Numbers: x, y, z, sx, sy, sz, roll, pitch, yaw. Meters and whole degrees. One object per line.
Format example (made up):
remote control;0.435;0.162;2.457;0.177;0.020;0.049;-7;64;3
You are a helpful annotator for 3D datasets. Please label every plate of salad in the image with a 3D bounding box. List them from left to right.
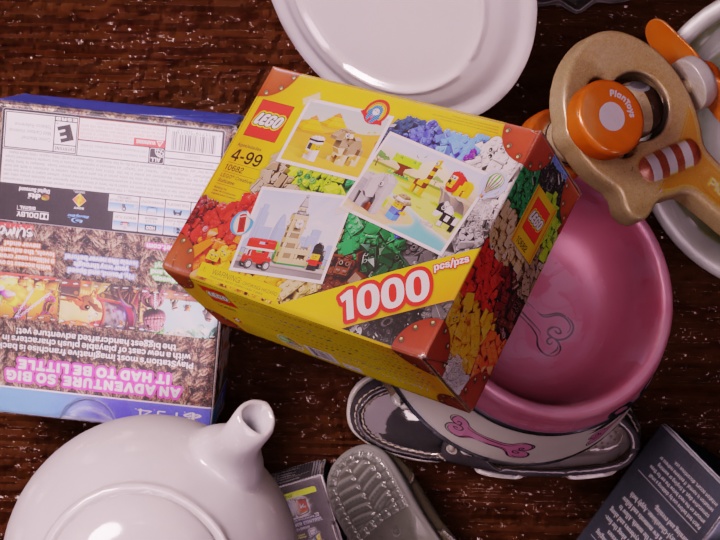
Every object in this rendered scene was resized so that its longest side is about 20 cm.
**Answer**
plate of salad;0.026;-0.186;1.085;0.199;0.048;0.201;18;128;25

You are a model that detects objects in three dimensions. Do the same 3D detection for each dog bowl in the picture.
dog bowl;0.109;0.019;1.087;0.198;0.074;0.202;5;74;-16

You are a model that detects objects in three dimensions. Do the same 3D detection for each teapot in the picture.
teapot;-0.131;0.185;1.018;0.196;0.146;0.202;-9;92;1

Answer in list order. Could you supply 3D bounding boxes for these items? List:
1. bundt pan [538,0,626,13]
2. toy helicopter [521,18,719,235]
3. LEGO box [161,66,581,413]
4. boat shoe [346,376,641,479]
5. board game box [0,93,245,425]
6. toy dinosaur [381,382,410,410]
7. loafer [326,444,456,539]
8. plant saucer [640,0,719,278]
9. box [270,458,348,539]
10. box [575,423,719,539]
bundt pan;0.131;-0.262;1.075;0.200;0.076;0.204;2;101;10
toy helicopter;0.204;-0.072;1.069;0.200;0.079;0.133;40;65;-11
LEGO box;0.006;-0.023;1.014;0.199;0.077;0.150;17;72;35
boat shoe;0.089;0.104;1.150;0.198;0.060;0.075;9;98;0
board game box;-0.162;-0.007;1.122;0.158;0.097;0.202;6;98;1
toy dinosaur;0.000;0.000;1.141;0.101;0.077;0.202;-5;79;-12
loafer;0.050;0.205;1.138;0.075;0.070;0.201;-30;75;23
plant saucer;0.279;-0.086;1.109;0.199;0.050;0.202;3;99;20
box;-0.095;0.236;1.184;0.199;0.044;0.161;-17;97;3
box;0.211;0.230;1.120;0.148;0.107;0.201;30;100;-26
